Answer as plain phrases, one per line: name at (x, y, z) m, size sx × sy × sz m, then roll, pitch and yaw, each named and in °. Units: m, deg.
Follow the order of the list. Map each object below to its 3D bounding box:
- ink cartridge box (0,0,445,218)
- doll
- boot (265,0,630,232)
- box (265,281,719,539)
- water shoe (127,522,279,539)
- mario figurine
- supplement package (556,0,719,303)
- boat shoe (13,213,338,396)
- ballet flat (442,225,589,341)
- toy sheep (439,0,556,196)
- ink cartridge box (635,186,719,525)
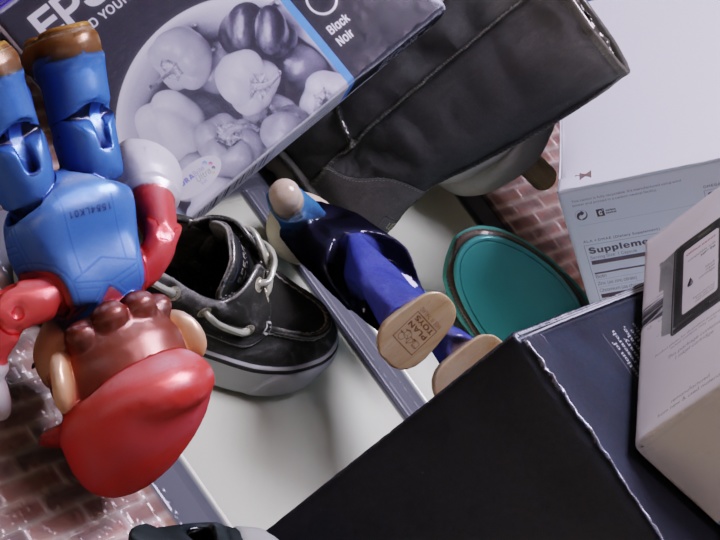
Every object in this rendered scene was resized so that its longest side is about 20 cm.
ink cartridge box at (-0.090, -0.151, 1.147) m, size 0.198 × 0.043 × 0.200 m, roll -41°, pitch 89°, yaw -18°
doll at (0.000, 0.000, 1.124) m, size 0.136 × 0.048 × 0.200 m, roll 40°, pitch 1°, yaw -30°
boot at (0.025, -0.122, 1.227) m, size 0.182 × 0.200 × 0.073 m, roll 51°, pitch 25°, yaw 5°
box at (0.075, 0.114, 1.003) m, size 0.124 × 0.200 × 0.196 m, roll 56°, pitch 29°, yaw 12°
water shoe at (-0.068, 0.188, 0.871) m, size 0.079 × 0.072 × 0.200 m, roll 9°, pitch 42°, yaw -11°
mario figurine at (-0.132, 0.002, 0.949) m, size 0.106 × 0.123 × 0.201 m, roll -83°, pitch 157°, yaw -86°
supplement package at (0.203, -0.077, 1.299) m, size 0.200 × 0.155 × 0.111 m, roll -83°, pitch 157°, yaw -51°
boat shoe at (-0.072, 0.010, 1.068) m, size 0.200 × 0.064 × 0.071 m, roll 15°, pitch 42°, yaw -47°
ballet flat at (0.118, 0.038, 1.323) m, size 0.200 × 0.067 × 0.070 m, roll 38°, pitch 5°, yaw -20°
toy sheep at (0.061, -0.115, 1.351) m, size 0.200 × 0.138 × 0.138 m, roll 38°, pitch 29°, yaw -29°
ink cartridge box at (0.185, 0.036, 0.971) m, size 0.116 × 0.068 × 0.200 m, roll 42°, pitch 30°, yaw -17°
